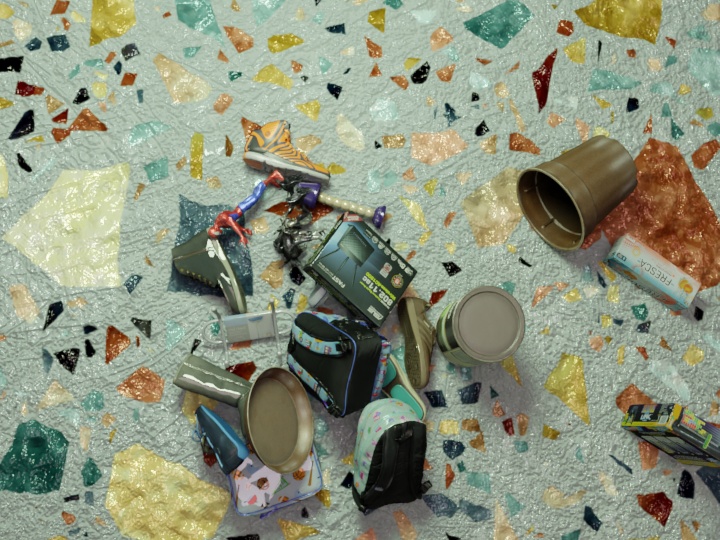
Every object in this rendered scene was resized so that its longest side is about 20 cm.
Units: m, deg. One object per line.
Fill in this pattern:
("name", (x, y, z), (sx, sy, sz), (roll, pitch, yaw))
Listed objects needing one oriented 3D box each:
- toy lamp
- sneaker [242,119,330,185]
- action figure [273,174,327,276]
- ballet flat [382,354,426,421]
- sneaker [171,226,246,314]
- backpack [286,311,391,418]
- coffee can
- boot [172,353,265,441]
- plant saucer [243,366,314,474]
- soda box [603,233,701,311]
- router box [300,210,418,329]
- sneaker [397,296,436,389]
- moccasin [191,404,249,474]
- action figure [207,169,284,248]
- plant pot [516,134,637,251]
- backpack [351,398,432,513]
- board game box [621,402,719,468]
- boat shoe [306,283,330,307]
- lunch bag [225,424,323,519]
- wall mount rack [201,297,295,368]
("toy lamp", (-0.045, -0.144, 1.618), (0.197, 0.058, 0.059), (19, 79, -3))
("sneaker", (-0.149, -0.262, 1.618), (0.197, 0.078, 0.114), (18, 75, -7))
("action figure", (-0.128, -0.090, 1.561), (0.101, 0.203, 0.119), (-13, 38, -28))
("ballet flat", (0.072, 0.232, 1.561), (0.069, 0.070, 0.201), (-33, 84, -9))
("sneaker", (-0.316, 0.019, 1.564), (0.105, 0.075, 0.202), (-26, 74, -4))
("backpack", (-0.055, 0.175, 1.511), (0.133, 0.199, 0.185), (-8, 115, -43))
("coffee can", (0.238, 0.120, 1.523), (0.144, 0.200, 0.149), (1, 80, -5))
("boot", (-0.278, 0.248, 1.482), (0.198, 0.182, 0.073), (28, 105, -7))
("plant saucer", (-0.161, 0.287, 1.425), (0.034, 0.199, 0.204), (-16, 80, 29))
("soda box", (0.644, 0.006, 1.646), (0.199, 0.064, 0.069), (35, 79, 2))
("router box", (0.000, 0.000, 1.528), (0.200, 0.062, 0.151), (41, 70, -13))
("sneaker", (0.132, 0.148, 1.559), (0.074, 0.070, 0.203), (4, 64, -25))
("moccasin", (-0.289, 0.326, 1.455), (0.080, 0.199, 0.069), (41, 82, -31))
("action figure", (-0.230, -0.115, 1.577), (0.199, 0.065, 0.099), (-39, 95, -23))
("plant pot", (0.476, -0.178, 1.607), (0.197, 0.200, 0.202), (-33, 84, -16))
("backpack", (0.057, 0.360, 1.475), (0.165, 0.126, 0.203), (-7, 116, -28))
("board game box", (0.654, 0.336, 1.522), (0.164, 0.200, 0.057), (30, 78, 0))
("boat shoe", (-0.024, 0.018, 1.590), (0.086, 0.074, 0.202), (44, 72, -10))
("lunch bag", (-0.179, 0.406, 1.505), (0.197, 0.076, 0.163), (-16, 84, -8))
("wall mount rack", (-0.228, 0.112, 1.509), (0.197, 0.176, 0.075), (-9, 38, -6))
